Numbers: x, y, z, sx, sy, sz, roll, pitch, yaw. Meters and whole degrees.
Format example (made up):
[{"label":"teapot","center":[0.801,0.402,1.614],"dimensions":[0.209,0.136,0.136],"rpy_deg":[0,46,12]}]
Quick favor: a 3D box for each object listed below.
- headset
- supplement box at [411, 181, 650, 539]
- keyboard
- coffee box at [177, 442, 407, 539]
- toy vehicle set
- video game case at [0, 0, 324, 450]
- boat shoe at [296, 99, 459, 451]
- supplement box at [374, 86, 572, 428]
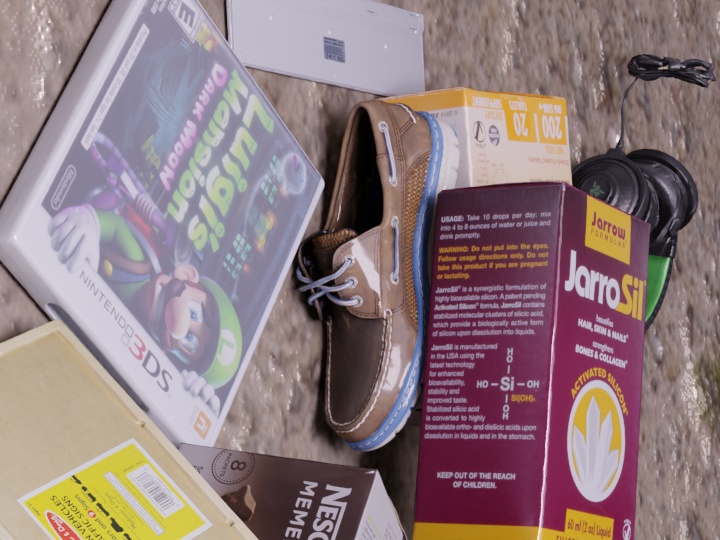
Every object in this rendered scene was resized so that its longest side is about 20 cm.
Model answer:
[{"label":"headset","center":[0.198,-0.048,1.533],"dimensions":[0.123,0.093,0.202],"rpy_deg":[-10,105,-57]},{"label":"supplement box","center":[0.098,0.060,1.246],"dimensions":[0.110,0.085,0.202],"rpy_deg":[19,73,-53]},{"label":"keyboard","center":[-0.017,-0.137,1.300],"dimensions":[0.199,0.011,0.057],"rpy_deg":[5,86,-56]},{"label":"coffee box","center":[-0.060,0.193,1.080],"dimensions":[0.080,0.112,0.201],"rpy_deg":[69,34,-50]},{"label":"toy vehicle set","center":[-0.116,0.117,0.989],"dimensions":[0.200,0.027,0.124],"rpy_deg":[47,34,13]},{"label":"video game case","center":[-0.098,-0.032,1.148],"dimensions":[0.182,0.023,0.201],"rpy_deg":[54,44,-38]},{"label":"boat shoe","center":[0.000,0.000,1.260],"dimensions":[0.072,0.072,0.202],"rpy_deg":[21,69,-36]},{"label":"supplement box","center":[0.075,-0.007,1.359],"dimensions":[0.126,0.073,0.202],"rpy_deg":[-2,88,-55]}]
